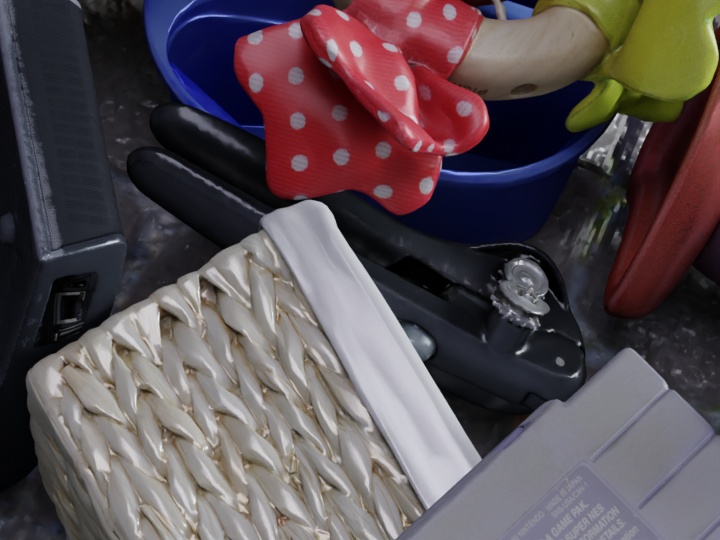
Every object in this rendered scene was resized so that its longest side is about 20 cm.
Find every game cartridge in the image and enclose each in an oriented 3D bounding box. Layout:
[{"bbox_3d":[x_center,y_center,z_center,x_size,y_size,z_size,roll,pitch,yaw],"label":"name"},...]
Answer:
[{"bbox_3d":[0.056,0.129,0.795,0.200,0.038,0.130,-40,73,-23],"label":"game cartridge"}]

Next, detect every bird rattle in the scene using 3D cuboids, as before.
[{"bbox_3d":[0.043,-0.106,0.980,0.199,0.113,0.164,-12,67,-11],"label":"bird rattle"}]

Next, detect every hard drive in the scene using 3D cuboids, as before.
[{"bbox_3d":[-0.131,-0.006,0.940,0.042,0.200,0.135,-2,61,-21],"label":"hard drive"}]

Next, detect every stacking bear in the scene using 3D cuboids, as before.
[{"bbox_3d":[0.215,-0.011,1.035,0.199,0.114,0.122,24,39,-4],"label":"stacking bear"}]

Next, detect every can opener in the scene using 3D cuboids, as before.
[{"bbox_3d":[0.000,0.000,0.986,0.199,0.079,0.064,29,36,-15],"label":"can opener"}]

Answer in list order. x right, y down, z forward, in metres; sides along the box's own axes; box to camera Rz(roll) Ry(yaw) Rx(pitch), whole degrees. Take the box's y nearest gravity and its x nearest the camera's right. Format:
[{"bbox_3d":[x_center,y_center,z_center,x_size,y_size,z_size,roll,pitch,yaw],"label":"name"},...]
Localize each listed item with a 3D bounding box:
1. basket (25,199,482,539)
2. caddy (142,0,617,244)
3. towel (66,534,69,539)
[{"bbox_3d":[-0.022,0.103,0.895,0.123,0.136,0.200,-26,68,-15],"label":"basket"},{"bbox_3d":[0.010,-0.088,1.053,0.199,0.105,0.142,7,59,-3],"label":"caddy"},{"bbox_3d":[-0.049,0.173,0.948,0.148,0.031,0.201,9,62,1],"label":"towel"}]
